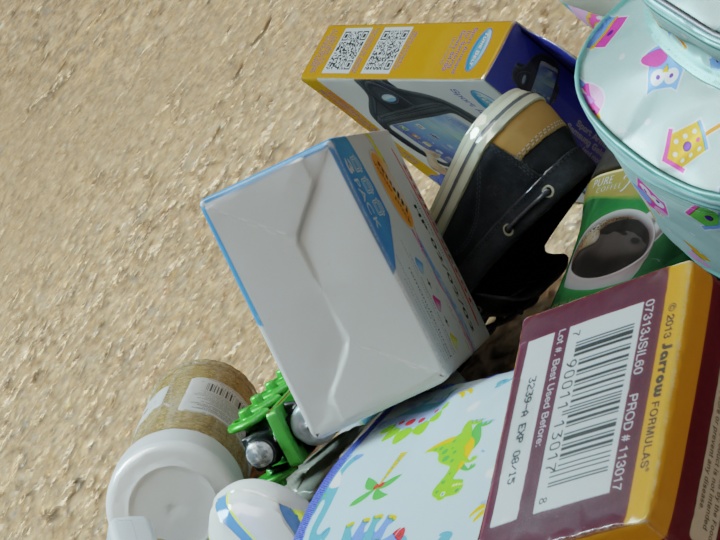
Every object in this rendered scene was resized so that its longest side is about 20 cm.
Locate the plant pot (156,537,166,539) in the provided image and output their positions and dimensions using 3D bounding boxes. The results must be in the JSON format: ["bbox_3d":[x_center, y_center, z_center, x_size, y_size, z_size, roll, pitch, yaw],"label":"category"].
[{"bbox_3d":[-0.096,0.228,1.229,0.200,0.027,0.200,19,112,57],"label":"plant pot"}]

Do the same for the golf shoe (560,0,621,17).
[{"bbox_3d":[0.172,-0.114,1.175,0.077,0.200,0.088,83,-161,-68],"label":"golf shoe"}]

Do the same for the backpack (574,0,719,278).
[{"bbox_3d":[0.189,-0.093,1.051,0.200,0.153,0.176,-51,47,-2],"label":"backpack"}]

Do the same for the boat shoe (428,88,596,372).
[{"bbox_3d":[0.063,-0.002,1.274,0.075,0.062,0.200,-37,-21,-41],"label":"boat shoe"}]

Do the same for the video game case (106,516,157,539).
[{"bbox_3d":[-0.090,0.238,1.120,0.200,0.024,0.182,-115,29,-51],"label":"video game case"}]

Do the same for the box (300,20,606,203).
[{"bbox_3d":[0.068,-0.081,1.343,0.200,0.119,0.041,10,68,59],"label":"box"}]

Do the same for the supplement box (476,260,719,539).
[{"bbox_3d":[0.145,0.100,0.951,0.086,0.200,0.110,-21,43,43],"label":"supplement box"}]

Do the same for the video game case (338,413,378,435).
[{"bbox_3d":[-0.006,0.159,1.297,0.143,0.018,0.200,8,65,59],"label":"video game case"}]

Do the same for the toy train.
[{"bbox_3d":[-0.018,0.062,1.286,0.056,0.042,0.200,-25,5,12],"label":"toy train"}]

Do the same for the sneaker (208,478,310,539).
[{"bbox_3d":[-0.031,0.191,1.107,0.076,0.200,0.105,-28,-2,44],"label":"sneaker"}]

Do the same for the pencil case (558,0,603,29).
[{"bbox_3d":[0.125,-0.162,1.267,0.087,0.200,0.087,-48,2,2],"label":"pencil case"}]

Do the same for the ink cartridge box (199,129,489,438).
[{"bbox_3d":[0.000,0.000,1.186,0.068,0.115,0.200,-26,1,10],"label":"ink cartridge box"}]

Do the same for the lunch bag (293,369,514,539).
[{"bbox_3d":[0.058,0.127,1.042,0.170,0.127,0.200,-17,52,43],"label":"lunch bag"}]

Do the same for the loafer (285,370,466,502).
[{"bbox_3d":[0.006,0.109,1.249,0.072,0.063,0.200,-42,2,-33],"label":"loafer"}]

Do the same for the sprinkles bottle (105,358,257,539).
[{"bbox_3d":[-0.089,0.099,1.360,0.068,0.068,0.200,-49,6,8],"label":"sprinkles bottle"}]

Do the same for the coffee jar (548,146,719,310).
[{"bbox_3d":[0.133,0.026,1.167,0.104,0.085,0.200,-6,54,51],"label":"coffee jar"}]
